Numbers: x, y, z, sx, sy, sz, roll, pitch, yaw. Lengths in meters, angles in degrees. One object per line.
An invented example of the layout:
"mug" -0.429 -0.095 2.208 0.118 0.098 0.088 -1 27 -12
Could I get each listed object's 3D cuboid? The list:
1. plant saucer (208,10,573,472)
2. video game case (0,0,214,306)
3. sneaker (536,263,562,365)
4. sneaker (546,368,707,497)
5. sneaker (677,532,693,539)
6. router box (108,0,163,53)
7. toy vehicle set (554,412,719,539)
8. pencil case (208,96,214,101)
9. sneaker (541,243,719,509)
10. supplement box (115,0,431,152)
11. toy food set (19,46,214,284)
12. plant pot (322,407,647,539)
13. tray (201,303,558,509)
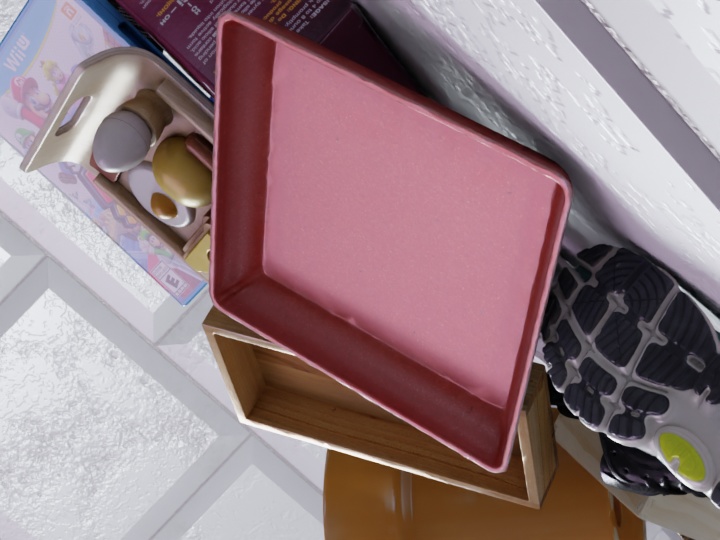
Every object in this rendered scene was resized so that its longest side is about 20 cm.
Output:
"plant saucer" 0.012 -0.018 0.770 0.199 0.037 0.200 29 136 22
"video game case" -0.149 -0.081 0.973 0.200 0.143 0.018 44 -137 -5
"sneaker" 0.113 0.014 0.957 0.200 0.076 0.115 33 170 14
"sneaker" 0.180 0.100 0.822 0.200 0.088 0.076 44 180 39
"sneaker" 0.251 0.155 1.119 0.112 0.071 0.200 24 -152 -56
"router box" -0.165 -0.189 1.083 0.062 0.150 0.200 12 -174 -10
"toy vehicle set" 0.225 0.144 0.943 0.200 0.027 0.124 23 -172 -24
"pencil case" -0.101 -0.101 1.170 0.078 0.200 0.087 31 -160 -42
"sneaker" 0.158 0.064 0.699 0.080 0.078 0.200 24 -163 -51
"supplement box" -0.057 -0.132 0.893 0.200 0.086 0.110 44 180 43
"toy food set" -0.107 -0.029 0.913 0.200 0.060 0.143 42 146 -4
"plant pot" 0.095 0.171 1.053 0.200 0.183 0.201 -8 -90 -70
"tray" 0.013 0.072 0.884 0.200 0.037 0.099 13 143 23
